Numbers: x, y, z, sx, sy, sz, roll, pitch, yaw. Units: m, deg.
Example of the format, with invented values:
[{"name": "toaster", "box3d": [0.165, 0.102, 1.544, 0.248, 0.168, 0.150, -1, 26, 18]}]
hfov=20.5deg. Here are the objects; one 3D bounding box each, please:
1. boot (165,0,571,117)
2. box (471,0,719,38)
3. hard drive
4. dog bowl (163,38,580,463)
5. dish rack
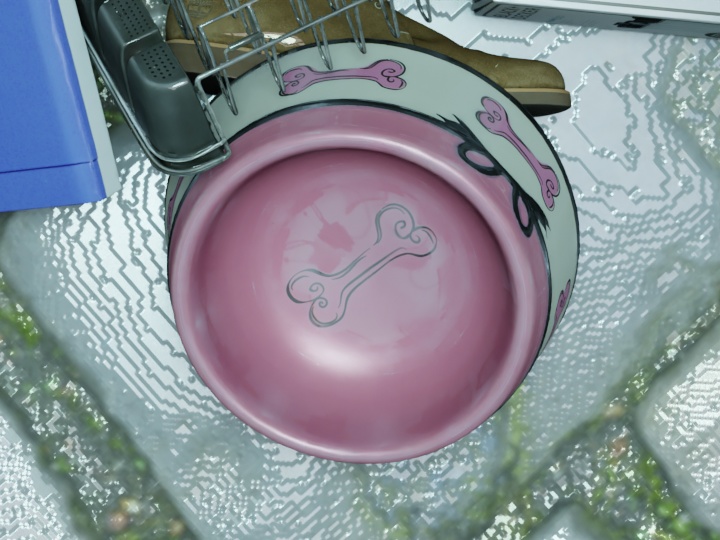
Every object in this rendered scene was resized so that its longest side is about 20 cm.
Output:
[{"name": "boot", "box3d": [0.007, -0.114, 0.952, 0.199, 0.074, 0.076, 9, 83, -4]}, {"name": "box", "box3d": [0.159, -0.173, 0.964, 0.199, 0.060, 0.117, 6, 92, -6]}, {"name": "hard drive", "box3d": [-0.190, -0.124, 0.900, 0.131, 0.025, 0.201, -4, 108, 27]}, {"name": "dog bowl", "box3d": [0.000, 0.000, 0.913, 0.199, 0.074, 0.201, 3, 116, 7]}, {"name": "dish rack", "box3d": [-0.032, -0.144, 0.889, 0.199, 0.055, 0.154, -27, 53, -8]}]
